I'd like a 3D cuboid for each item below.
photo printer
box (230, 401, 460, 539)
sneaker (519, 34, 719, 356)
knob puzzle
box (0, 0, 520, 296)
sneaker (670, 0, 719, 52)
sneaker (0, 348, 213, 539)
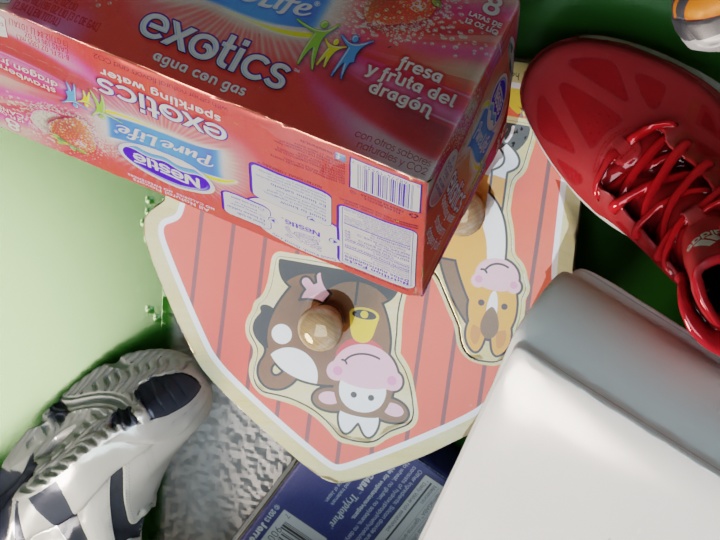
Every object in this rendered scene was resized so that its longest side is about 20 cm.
[{"bbox_3d":[0.132,0.110,1.126,0.200,0.069,0.167,33,138,9],"label":"photo printer"},{"bbox_3d":[0.044,0.152,1.299,0.200,0.032,0.121,35,118,-4],"label":"box"},{"bbox_3d":[0.132,-0.028,1.105,0.200,0.115,0.078,39,100,17],"label":"sneaker"},{"bbox_3d":[0.000,0.000,1.217,0.219,0.030,0.220,3,106,10],"label":"knob puzzle"},{"bbox_3d":[-0.045,-0.083,1.137,0.200,0.095,0.103,22,154,12],"label":"box"},{"bbox_3d":[0.191,-0.172,1.093,0.200,0.078,0.112,-31,102,13],"label":"sneaker"},{"bbox_3d":[-0.111,0.132,1.305,0.130,0.080,0.199,41,106,-21],"label":"sneaker"}]
